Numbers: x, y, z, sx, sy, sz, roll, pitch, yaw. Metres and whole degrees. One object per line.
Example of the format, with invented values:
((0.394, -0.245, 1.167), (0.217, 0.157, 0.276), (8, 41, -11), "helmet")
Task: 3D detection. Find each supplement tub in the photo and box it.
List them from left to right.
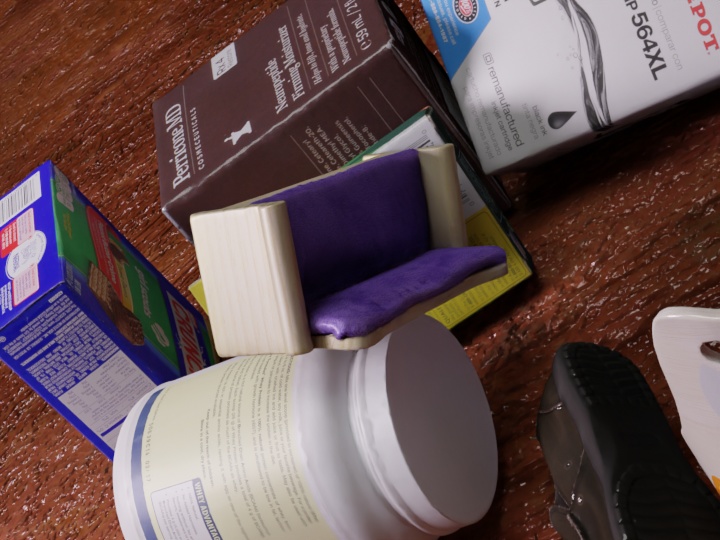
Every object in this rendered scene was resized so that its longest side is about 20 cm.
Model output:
((-0.033, 0.113, 0.885), (0.198, 0.145, 0.146), (-21, 38, 29), "supplement tub")

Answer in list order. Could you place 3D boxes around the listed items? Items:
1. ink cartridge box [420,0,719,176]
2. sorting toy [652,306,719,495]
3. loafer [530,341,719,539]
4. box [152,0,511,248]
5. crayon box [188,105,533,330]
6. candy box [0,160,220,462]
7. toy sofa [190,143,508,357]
((0.158, -0.168, 0.998), (0.198, 0.148, 0.084), (-23, -5, 28), "ink cartridge box")
((0.220, 0.055, 0.654), (0.198, 0.180, 0.108), (-24, 36, 26), "sorting toy")
((0.139, 0.127, 0.773), (0.201, 0.072, 0.072), (-102, 29, -49), "loafer")
((-0.025, -0.087, 1.089), (0.199, 0.164, 0.167), (-34, 33, 12), "box")
((0.000, 0.000, 0.992), (0.199, 0.128, 0.051), (-33, 9, 12), "crayon box")
((-0.180, 0.046, 1.066), (0.077, 0.200, 0.170), (-34, 34, 8), "candy box")
((0.002, -0.017, 0.852), (0.096, 0.084, 0.199), (-5, 11, 33), "toy sofa")
